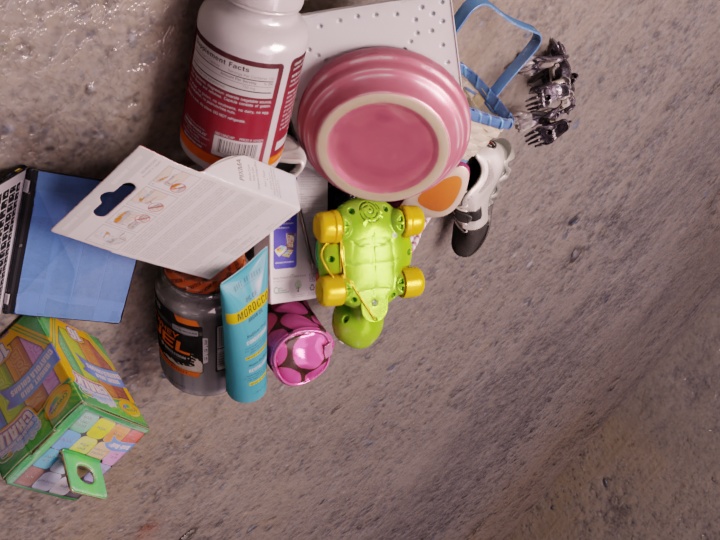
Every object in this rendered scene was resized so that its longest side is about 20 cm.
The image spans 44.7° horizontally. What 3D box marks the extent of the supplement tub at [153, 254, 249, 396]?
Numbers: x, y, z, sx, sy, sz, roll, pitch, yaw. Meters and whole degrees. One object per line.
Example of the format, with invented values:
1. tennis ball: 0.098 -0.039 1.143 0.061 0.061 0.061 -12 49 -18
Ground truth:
1. supplement tub: -0.191 0.049 1.080 0.121 0.123 0.202 -23 142 -29

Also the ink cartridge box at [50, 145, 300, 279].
1. ink cartridge box: -0.183 -0.066 0.880 0.159 0.048 0.198 -33 145 33

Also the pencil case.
1. pencil case: -0.095 0.073 1.142 0.092 0.200 0.092 -3 113 -19

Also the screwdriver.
1. screwdriver: -0.081 -0.093 1.058 0.028 0.029 0.203 -32 125 -39

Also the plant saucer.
1. plant saucer: 0.025 -0.149 0.978 0.196 0.051 0.203 2 137 2

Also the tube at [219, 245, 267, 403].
1. tube: -0.133 0.068 1.015 0.078 0.050 0.202 -47 152 -43

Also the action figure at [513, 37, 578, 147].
1. action figure: 0.261 -0.257 1.256 0.201 0.100 0.121 -64 145 -58

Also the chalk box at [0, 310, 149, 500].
1. chalk box: -0.333 0.165 0.979 0.124 0.200 0.124 -43 149 1

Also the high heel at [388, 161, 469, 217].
1. high heel: 0.079 -0.105 1.179 0.066 0.097 0.200 23 137 -18

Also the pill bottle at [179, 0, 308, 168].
1. pill bottle: -0.114 -0.205 0.880 0.112 0.113 0.202 -15 138 -37

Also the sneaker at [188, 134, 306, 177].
1. sneaker: -0.149 -0.086 0.973 0.198 0.089 0.076 -33 117 -2

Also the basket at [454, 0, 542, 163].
1. basket: 0.123 -0.234 1.083 0.200 0.140 0.175 -46 151 25

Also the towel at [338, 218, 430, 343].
1. towel: 0.041 0.004 1.250 0.147 0.030 0.201 -50 -172 43

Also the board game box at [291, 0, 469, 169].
1. board game box: 0.013 -0.208 0.973 0.196 0.026 0.202 -6 136 9

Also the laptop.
1. laptop: -0.322 0.007 0.881 0.189 0.114 0.201 -66 176 32

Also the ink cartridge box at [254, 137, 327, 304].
1. ink cartridge box: -0.086 -0.064 1.093 0.098 0.039 0.204 -5 99 -45

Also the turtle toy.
1. turtle toy: 0.000 0.000 1.091 0.143 0.101 0.204 -5 100 -23

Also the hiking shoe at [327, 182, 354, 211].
1. hiking shoe: -0.003 -0.096 1.166 0.100 0.076 0.201 19 112 -51

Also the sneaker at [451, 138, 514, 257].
1. sneaker: 0.162 -0.110 1.349 0.087 0.074 0.203 -9 127 -35
